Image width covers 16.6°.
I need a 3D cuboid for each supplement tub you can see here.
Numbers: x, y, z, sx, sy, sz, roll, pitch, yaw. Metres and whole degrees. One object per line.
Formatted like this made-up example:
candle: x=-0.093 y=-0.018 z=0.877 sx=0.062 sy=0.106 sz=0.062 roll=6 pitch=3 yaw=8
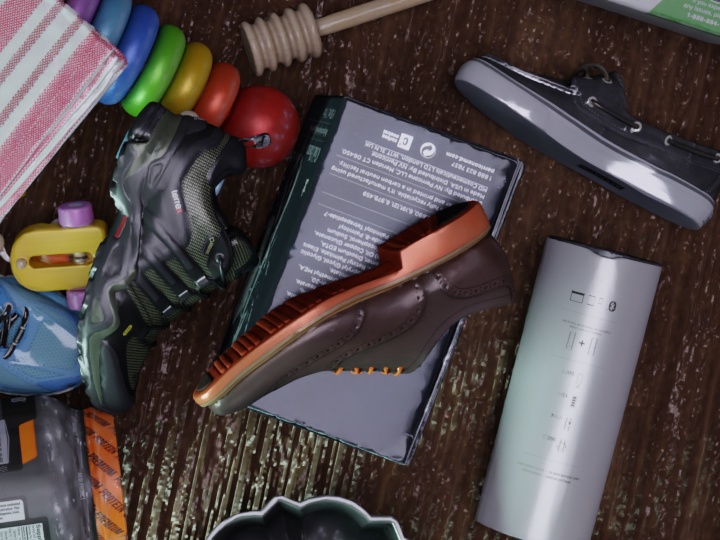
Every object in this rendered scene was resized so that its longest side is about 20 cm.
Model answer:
supplement tub: x=-0.251 y=0.146 z=1.572 sx=0.199 sy=0.123 sz=0.123 roll=-7 pitch=96 yaw=-8

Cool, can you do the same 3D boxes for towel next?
towel: x=-0.260 y=-0.138 z=1.523 sx=0.200 sy=0.030 sz=0.146 roll=40 pitch=96 yaw=3

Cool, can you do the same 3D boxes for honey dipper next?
honey dipper: x=0.020 y=-0.176 z=1.625 sx=0.199 sy=0.038 sz=0.038 roll=-19 pitch=97 yaw=-7

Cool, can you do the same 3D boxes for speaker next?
speaker: x=0.138 y=0.083 z=1.640 sx=0.081 sy=0.081 sz=0.201 roll=13 pitch=93 yaw=-9

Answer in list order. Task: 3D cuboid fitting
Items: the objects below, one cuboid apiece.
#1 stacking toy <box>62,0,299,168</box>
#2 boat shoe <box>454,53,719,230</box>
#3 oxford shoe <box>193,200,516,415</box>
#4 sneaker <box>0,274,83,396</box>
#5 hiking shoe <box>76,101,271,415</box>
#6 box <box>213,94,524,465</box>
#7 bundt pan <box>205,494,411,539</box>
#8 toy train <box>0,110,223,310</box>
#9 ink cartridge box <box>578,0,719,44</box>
stacking toy: x=-0.128 y=-0.129 z=1.591 sx=0.199 sy=0.085 sz=0.086 roll=26 pitch=91 yaw=-14
boat shoe: x=0.158 y=-0.100 z=1.636 sx=0.200 sy=0.070 sz=0.066 roll=29 pitch=83 yaw=-10
oxford shoe: x=-0.001 y=0.038 z=1.422 sx=0.200 sy=0.071 sz=0.073 roll=-30 pitch=101 yaw=-3
sneaker: x=-0.261 y=0.032 z=1.576 sx=0.199 sy=0.090 sz=0.079 roll=20 pitch=92 yaw=-10
hiking shoe: x=-0.116 y=0.001 z=1.536 sx=0.100 sy=0.076 sz=0.201 roll=13 pitch=104 yaw=-2
box: x=0.000 y=0.000 z=1.554 sx=0.124 sy=0.200 sz=0.197 roll=19 pitch=92 yaw=-7
bundt pan: x=-0.033 y=0.247 z=1.623 sx=0.201 sy=0.076 sz=0.203 roll=0 pitch=85 yaw=-1
toy train: x=-0.195 y=-0.062 z=1.584 sx=0.199 sy=0.056 sz=0.151 roll=22 pitch=103 yaw=-7
ink cartridge box: x=0.210 y=-0.263 z=1.619 sx=0.146 sy=0.083 sz=0.201 roll=17 pitch=93 yaw=-9
